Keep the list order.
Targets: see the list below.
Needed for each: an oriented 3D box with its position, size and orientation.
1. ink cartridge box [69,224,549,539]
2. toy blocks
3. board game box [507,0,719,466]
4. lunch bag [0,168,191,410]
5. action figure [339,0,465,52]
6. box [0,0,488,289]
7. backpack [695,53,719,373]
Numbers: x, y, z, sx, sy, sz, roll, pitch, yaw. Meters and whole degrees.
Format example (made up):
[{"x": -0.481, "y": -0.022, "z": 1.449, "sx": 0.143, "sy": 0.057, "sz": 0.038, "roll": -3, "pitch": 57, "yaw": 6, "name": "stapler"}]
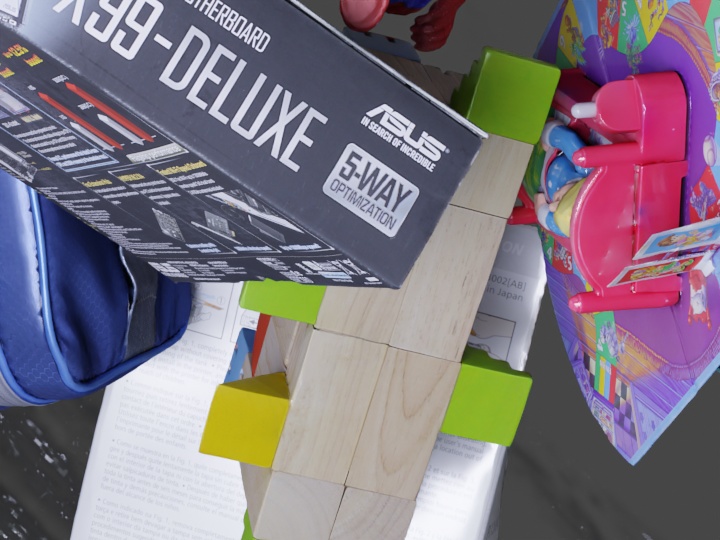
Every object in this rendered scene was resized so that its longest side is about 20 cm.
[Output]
[{"x": -0.020, "y": 0.062, "z": 0.868, "sx": 0.160, "sy": 0.050, "sz": 0.201, "roll": 15, "pitch": 94, "yaw": 10, "name": "ink cartridge box"}, {"x": 0.000, "y": 0.000, "z": 0.767, "sx": 0.100, "sy": 0.137, "sz": 0.201, "roll": 13, "pitch": 108, "yaw": -13, "name": "toy blocks"}, {"x": 0.073, "y": -0.032, "z": 0.719, "sx": 0.039, "sy": 0.159, "sz": 0.200, "roll": -5, "pitch": 156, "yaw": -16, "name": "board game box"}, {"x": -0.134, "y": -0.053, "z": 0.794, "sx": 0.132, "sy": 0.136, "sz": 0.201, "roll": -5, "pitch": 100, "yaw": 16, "name": "lunch bag"}, {"x": -0.001, "y": -0.093, "z": 0.683, "sx": 0.065, "sy": 0.200, "sz": 0.052, "roll": 8, "pitch": 100, "yaw": 11, "name": "action figure"}, {"x": -0.075, "y": -0.056, "z": 0.623, "sx": 0.157, "sy": 0.200, "sz": 0.050, "roll": 34, "pitch": 79, "yaw": -17, "name": "box"}, {"x": 0.180, "y": -0.027, "z": 0.684, "sx": 0.153, "sy": 0.200, "sz": 0.177, "roll": 1, "pitch": 111, "yaw": -7, "name": "backpack"}]
